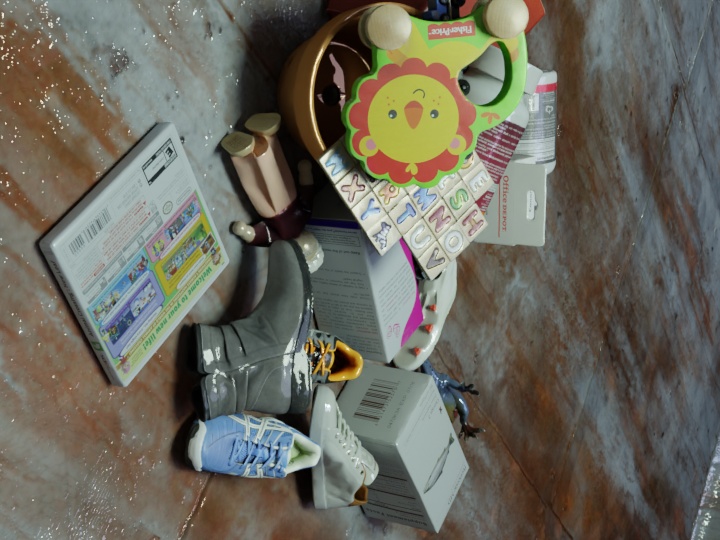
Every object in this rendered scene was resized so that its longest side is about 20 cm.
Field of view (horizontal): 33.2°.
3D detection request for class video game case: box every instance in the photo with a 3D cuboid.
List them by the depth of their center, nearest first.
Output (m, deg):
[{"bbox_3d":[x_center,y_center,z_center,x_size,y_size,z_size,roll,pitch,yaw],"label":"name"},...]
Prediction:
[{"bbox_3d":[-0.217,-0.017,1.201,0.200,0.022,0.183,-54,139,-39],"label":"video game case"}]

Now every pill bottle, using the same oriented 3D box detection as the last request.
[{"bbox_3d":[0.131,-0.160,1.418,0.109,0.109,0.201,10,108,-59],"label":"pill bottle"},{"bbox_3d":[0.241,-0.202,1.827,0.111,0.110,0.201,-23,116,-55],"label":"pill bottle"}]

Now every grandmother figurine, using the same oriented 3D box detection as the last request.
[{"bbox_3d":[-0.093,-0.073,1.357,0.121,0.061,0.201,-36,130,-14],"label":"grandmother figurine"}]

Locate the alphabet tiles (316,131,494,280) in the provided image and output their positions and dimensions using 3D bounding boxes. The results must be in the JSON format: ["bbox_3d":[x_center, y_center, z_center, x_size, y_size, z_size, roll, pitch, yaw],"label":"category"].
[{"bbox_3d":[0.062,-0.095,1.327,0.167,0.008,0.200,-44,117,-19],"label":"alphabet tiles"}]

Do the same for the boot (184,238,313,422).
[{"bbox_3d":[-0.122,0.060,1.301,0.131,0.070,0.201,2,77,-22],"label":"boot"}]

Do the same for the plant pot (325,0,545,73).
[{"bbox_3d":[0.075,-0.327,1.466,0.177,0.199,0.200,-57,142,-17],"label":"plant pot"}]

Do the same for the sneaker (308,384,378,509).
[{"bbox_3d":[-0.021,0.215,1.479,0.073,0.084,0.201,-85,174,-48],"label":"sneaker"}]

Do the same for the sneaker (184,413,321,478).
[{"bbox_3d":[-0.119,0.194,1.354,0.200,0.077,0.076,8,91,-57],"label":"sneaker"}]

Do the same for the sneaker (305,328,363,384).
[{"bbox_3d":[-0.070,0.096,1.414,0.200,0.077,0.079,9,91,-57],"label":"sneaker"}]

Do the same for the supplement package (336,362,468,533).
[{"bbox_3d":[0.050,0.236,1.603,0.117,0.117,0.200,-59,142,-34],"label":"supplement package"}]

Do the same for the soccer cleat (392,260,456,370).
[{"bbox_3d":[0.098,0.055,1.694,0.078,0.069,0.201,51,51,-54],"label":"soccer cleat"}]

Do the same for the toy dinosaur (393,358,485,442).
[{"bbox_3d":[0.098,0.184,1.745,0.105,0.200,0.182,-31,104,-9],"label":"toy dinosaur"}]

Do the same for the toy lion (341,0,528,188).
[{"bbox_3d":[0.078,-0.184,1.262,0.069,0.199,0.193,-133,-143,-74],"label":"toy lion"}]

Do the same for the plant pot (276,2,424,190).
[{"bbox_3d":[-0.004,-0.196,1.356,0.199,0.140,0.201,-6,102,-30],"label":"plant pot"}]

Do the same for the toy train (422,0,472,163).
[{"bbox_3d":[0.092,-0.214,1.306,0.046,0.034,0.201,-5,95,-21],"label":"toy train"}]

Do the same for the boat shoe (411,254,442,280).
[{"bbox_3d":[0.084,-0.018,1.569,0.200,0.070,0.067,123,-57,-77],"label":"boat shoe"}]

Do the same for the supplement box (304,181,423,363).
[{"bbox_3d":[0.000,0.000,1.484,0.101,0.103,0.201,-46,132,-46],"label":"supplement box"}]

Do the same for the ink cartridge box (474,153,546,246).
[{"bbox_3d":[0.172,-0.100,1.650,0.067,0.199,0.117,-20,114,-55],"label":"ink cartridge box"}]
